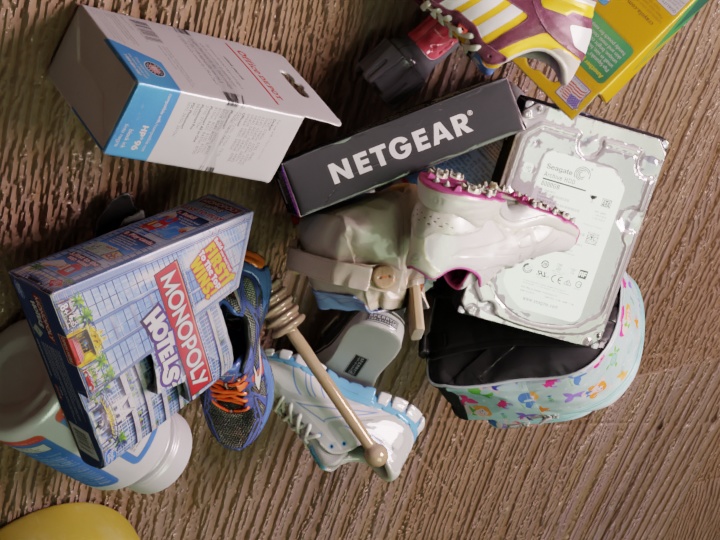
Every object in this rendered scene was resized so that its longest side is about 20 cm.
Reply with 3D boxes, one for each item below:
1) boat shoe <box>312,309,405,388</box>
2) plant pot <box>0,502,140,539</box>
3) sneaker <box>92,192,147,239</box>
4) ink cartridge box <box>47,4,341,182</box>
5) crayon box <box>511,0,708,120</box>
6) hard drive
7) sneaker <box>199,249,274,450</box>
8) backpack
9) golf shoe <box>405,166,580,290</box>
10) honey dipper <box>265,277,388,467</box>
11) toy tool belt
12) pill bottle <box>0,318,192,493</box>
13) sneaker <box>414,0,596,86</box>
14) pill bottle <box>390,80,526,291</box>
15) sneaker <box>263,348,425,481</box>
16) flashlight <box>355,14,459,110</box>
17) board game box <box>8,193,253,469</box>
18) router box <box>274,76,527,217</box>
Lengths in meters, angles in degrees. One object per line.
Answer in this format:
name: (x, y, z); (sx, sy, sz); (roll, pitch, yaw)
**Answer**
boat shoe: (-0.005, 0.075, 1.628); (0.071, 0.064, 0.200); (27, 144, -13)
plant pot: (-0.270, 0.358, 1.614); (0.200, 0.189, 0.201); (-21, 138, -20)
sneaker: (-0.177, 0.017, 1.462); (0.104, 0.060, 0.200); (-41, 138, 7)
ink cartridge box: (-0.127, -0.133, 1.313); (0.200, 0.116, 0.068); (8, 122, -41)
crayon box: (0.216, -0.240, 1.467); (0.200, 0.126, 0.052); (-45, 167, 7)
hard drive: (0.176, -0.041, 1.496); (0.139, 0.038, 0.200); (16, 102, -11)
sneaker: (-0.121, 0.081, 1.524); (0.075, 0.078, 0.200); (4, 120, 10)
backpack: (0.177, 0.060, 1.640); (0.200, 0.178, 0.151); (-12, 143, 28)
golf shoe: (0.106, -0.027, 1.400); (0.200, 0.075, 0.092); (11, 102, -47)
honey dipper: (-0.036, 0.099, 1.562); (0.038, 0.200, 0.038); (-33, -177, 2)
toy tool belt: (0.000, 0.000, 1.452); (0.125, 0.200, 0.123); (-21, 97, -18)
pill bottle: (-0.238, 0.127, 1.480); (0.112, 0.112, 0.200); (-43, 141, 4)
sneaker: (0.090, -0.209, 1.370); (0.199, 0.075, 0.090); (13, 95, 0)
pill bottle: (0.097, -0.071, 1.553); (0.200, 0.109, 0.109); (-43, 141, 4)
sneaker: (-0.040, 0.141, 1.602); (0.200, 0.087, 0.075); (21, 151, -3)
flashlight: (0.084, -0.223, 1.435); (0.200, 0.068, 0.068); (-41, 114, 3)
board game box: (-0.164, 0.036, 1.380); (0.200, 0.062, 0.200); (-38, 131, -29)
router box: (0.027, -0.103, 1.418); (0.200, 0.149, 0.051); (-22, 95, -4)
